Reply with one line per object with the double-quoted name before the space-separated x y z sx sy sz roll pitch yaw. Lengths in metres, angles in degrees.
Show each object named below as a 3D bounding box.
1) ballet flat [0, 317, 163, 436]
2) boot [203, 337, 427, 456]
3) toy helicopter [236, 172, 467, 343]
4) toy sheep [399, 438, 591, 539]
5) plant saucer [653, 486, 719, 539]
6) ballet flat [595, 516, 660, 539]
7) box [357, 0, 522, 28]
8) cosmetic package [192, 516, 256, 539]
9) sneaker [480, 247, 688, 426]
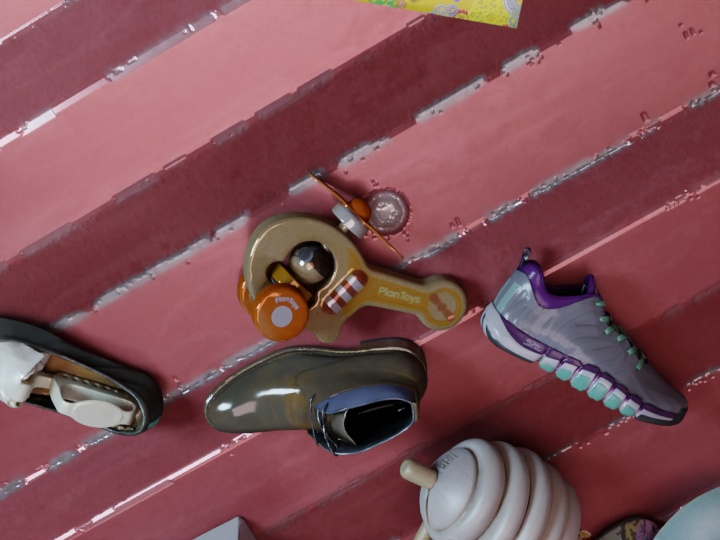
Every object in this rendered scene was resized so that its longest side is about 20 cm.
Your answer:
"ballet flat" -0.261 0.090 1.397 0.198 0.069 0.069 17 110 -8
"boot" -0.039 0.112 1.398 0.198 0.097 0.075 -15 111 3
"toy helicopter" 0.000 0.000 1.382 0.198 0.079 0.133 14 101 -19
"toy sheep" 0.114 0.212 1.426 0.199 0.138 0.138 29 108 -29
"plant saucer" 0.340 0.289 1.484 0.199 0.039 0.203 -7 110 -18
"ballet flat" 0.199 0.307 1.497 0.200 0.071 0.069 -41 106 12
"box" 0.020 -0.272 1.201 0.198 0.193 0.123 9 111 -5
"cosmetic package" -0.160 0.351 1.431 0.198 0.200 0.124 -28 110 9
"sneaker" 0.204 0.059 1.402 0.199 0.074 0.088 26 103 -11
